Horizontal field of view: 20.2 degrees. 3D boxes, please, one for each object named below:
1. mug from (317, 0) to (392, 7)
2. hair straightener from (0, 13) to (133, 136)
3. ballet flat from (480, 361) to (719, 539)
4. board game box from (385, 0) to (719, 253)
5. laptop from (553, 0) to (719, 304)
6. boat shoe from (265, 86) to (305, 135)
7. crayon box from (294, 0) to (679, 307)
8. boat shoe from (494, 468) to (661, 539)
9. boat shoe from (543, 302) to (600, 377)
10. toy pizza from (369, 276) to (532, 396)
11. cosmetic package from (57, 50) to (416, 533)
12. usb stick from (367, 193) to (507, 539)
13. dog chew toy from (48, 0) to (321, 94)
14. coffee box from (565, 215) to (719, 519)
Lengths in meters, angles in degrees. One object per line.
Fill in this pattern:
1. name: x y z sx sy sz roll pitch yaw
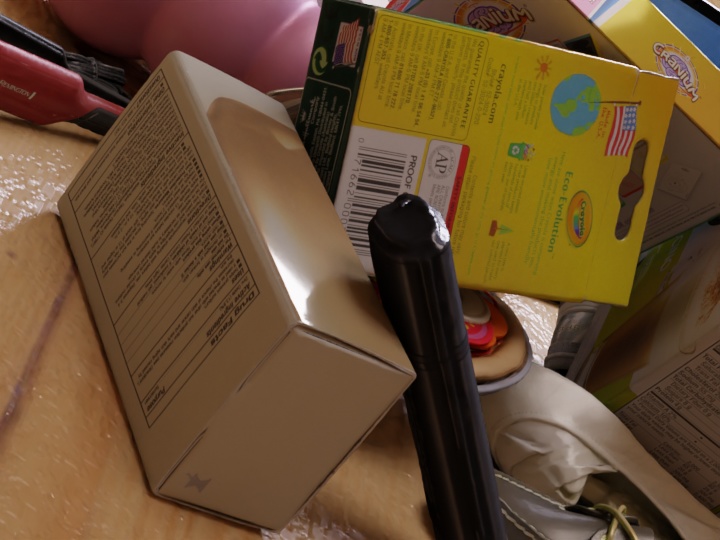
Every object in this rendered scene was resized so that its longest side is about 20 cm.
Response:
1. mug: -0.004 -0.140 1.238 0.186 0.149 0.153 -7 57 -41
2. hair straightener: -0.152 -0.106 1.040 0.200 0.041 0.077 14 34 -53
3. ballet flat: 0.126 0.120 1.063 0.200 0.069 0.069 40 20 -7
4. board game box: 0.116 -0.098 1.113 0.200 0.153 0.040 42 57 -12
5. laptop: 0.148 -0.083 1.282 0.103 0.200 0.177 13 -6 43
6. boat shoe: 0.017 -0.059 1.051 0.200 0.076 0.072 13 11 -37
7. crayon box: 0.060 -0.054 1.002 0.200 0.127 0.051 9 8 -35
8. boat shoe: 0.126 0.148 0.992 0.202 0.060 0.072 35 20 -17
9. boat shoe: 0.198 0.089 1.252 0.202 0.074 0.065 38 55 -18
10. toy pizza: 0.000 0.000 1.036 0.200 0.032 0.200 20 22 -8
11. cosmetic package: -0.060 0.006 0.887 0.071 0.105 0.200 24 28 -37
12. usb stick: 0.038 0.063 0.878 0.055 0.033 0.200 -125 -160 -61
13. dog chew toy: -0.082 -0.148 1.124 0.200 0.125 0.125 39 19 6
14. coffee box: 0.255 0.055 1.129 0.200 0.198 0.200 38 48 -9
